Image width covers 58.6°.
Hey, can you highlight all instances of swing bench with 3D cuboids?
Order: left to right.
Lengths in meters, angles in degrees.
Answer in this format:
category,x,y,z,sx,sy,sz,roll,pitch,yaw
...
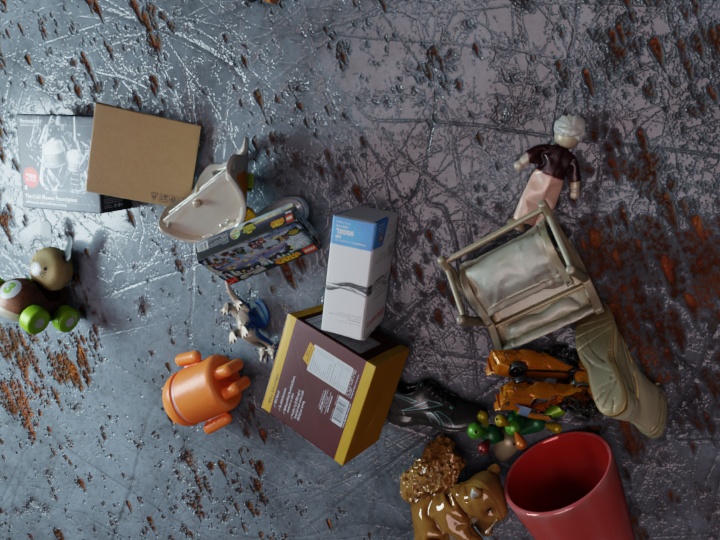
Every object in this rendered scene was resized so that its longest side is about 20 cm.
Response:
category,x,y,z,sx,sy,sz,roll,pitch,yaw
swing bench,0.262,0.024,1.046,0.196,0.199,0.133,-28,56,21

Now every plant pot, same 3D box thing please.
category,x,y,z,sx,sy,sz,roll,pitch,yaw
plant pot,0.368,0.409,1.088,0.197,0.201,0.180,-26,102,21

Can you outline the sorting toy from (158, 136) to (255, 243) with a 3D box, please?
category,x,y,z,sx,sy,sz,roll,pitch,yaw
sorting toy,-0.255,-0.157,1.174,0.197,0.184,0.106,-28,131,31

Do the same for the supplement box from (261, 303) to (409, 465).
category,x,y,z,sx,sy,sz,roll,pitch,yaw
supplement box,-0.048,0.200,1.176,0.197,0.132,0.202,27,109,26

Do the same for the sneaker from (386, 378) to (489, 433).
category,x,y,z,sx,sy,sz,roll,pitch,yaw
sneaker,0.138,0.248,1.180,0.194,0.075,0.082,1,100,17

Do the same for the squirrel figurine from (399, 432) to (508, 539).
category,x,y,z,sx,sy,sz,roll,pitch,yaw
squirrel figurine,0.168,0.403,1.155,0.202,0.140,0.188,54,133,19

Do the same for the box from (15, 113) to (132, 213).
category,x,y,z,sx,sy,sz,roll,pitch,yaw
box,-0.576,-0.219,1.296,0.194,0.104,0.188,5,102,16

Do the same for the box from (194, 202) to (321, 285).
category,x,y,z,sx,sy,sz,roll,pitch,yaw
box,-0.183,-0.044,1.169,0.195,0.137,0.041,-21,67,9

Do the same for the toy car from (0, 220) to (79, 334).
category,x,y,z,sx,sy,sz,roll,pitch,yaw
toy car,-0.675,0.005,1.362,0.162,0.157,0.205,26,97,21

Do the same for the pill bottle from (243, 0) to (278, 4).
category,x,y,z,sx,sy,sz,roll,pitch,yaw
pill bottle,-0.219,-0.538,1.110,0.197,0.106,0.108,30,109,10

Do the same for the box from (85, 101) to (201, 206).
category,x,y,z,sx,sy,sz,roll,pitch,yaw
box,-0.414,-0.216,1.229,0.194,0.021,0.168,9,101,-17

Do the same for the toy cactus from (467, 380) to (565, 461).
category,x,y,z,sx,sy,sz,roll,pitch,yaw
toy cactus,0.275,0.282,1.124,0.103,0.196,0.168,51,150,37

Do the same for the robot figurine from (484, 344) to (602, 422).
category,x,y,z,sx,sy,sz,roll,pitch,yaw
robot figurine,0.312,0.188,1.069,0.194,0.147,0.059,7,135,-11

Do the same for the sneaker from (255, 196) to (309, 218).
category,x,y,z,sx,sy,sz,roll,pitch,yaw
sneaker,-0.186,-0.078,1.217,0.196,0.071,0.074,-26,93,21

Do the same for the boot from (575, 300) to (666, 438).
category,x,y,z,sx,sy,sz,roll,pitch,yaw
boot,0.433,0.162,1.059,0.153,0.204,0.072,28,133,-33

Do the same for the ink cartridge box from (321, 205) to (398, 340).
category,x,y,z,sx,sy,sz,roll,pitch,yaw
ink cartridge box,0.000,0.000,1.133,0.082,0.144,0.206,11,104,16

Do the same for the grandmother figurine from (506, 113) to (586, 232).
category,x,y,z,sx,sy,sz,roll,pitch,yaw
grandmother figurine,0.307,-0.159,1.050,0.118,0.061,0.204,19,106,-16

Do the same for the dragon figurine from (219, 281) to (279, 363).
category,x,y,z,sx,sy,sz,roll,pitch,yaw
dragon figurine,-0.221,0.092,1.271,0.058,0.099,0.205,-28,73,22

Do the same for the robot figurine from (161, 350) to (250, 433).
category,x,y,z,sx,sy,sz,roll,pitch,yaw
robot figurine,-0.321,0.243,1.307,0.196,0.118,0.144,-25,128,21
